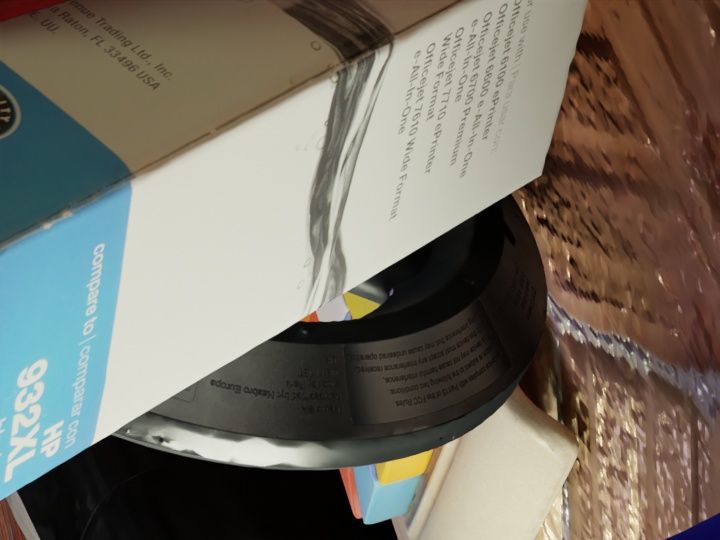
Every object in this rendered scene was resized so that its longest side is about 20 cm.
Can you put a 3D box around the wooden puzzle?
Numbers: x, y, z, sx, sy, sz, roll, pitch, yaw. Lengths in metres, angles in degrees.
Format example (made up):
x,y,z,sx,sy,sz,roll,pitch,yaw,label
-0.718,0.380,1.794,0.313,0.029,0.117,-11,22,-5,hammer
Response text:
x,y,z,sx,sy,sz,roll,pitch,yaw,label
0.000,0.000,0.916,0.185,0.037,0.200,106,142,-67,wooden puzzle

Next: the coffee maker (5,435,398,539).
x,y,z,sx,sy,sz,roll,pitch,yaw,label
-0.055,0.092,1.039,0.200,0.135,0.192,58,165,33,coffee maker

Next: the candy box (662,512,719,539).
x,y,z,sx,sy,sz,roll,pitch,yaw,label
0.107,0.182,0.670,0.169,0.077,0.200,-125,19,-46,candy box

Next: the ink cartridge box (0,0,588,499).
x,y,z,sx,sy,sz,roll,pitch,yaw,label
-0.065,-0.050,0.664,0.145,0.200,0.084,36,136,27,ink cartridge box

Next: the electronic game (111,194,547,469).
x,y,z,sx,sy,sz,roll,pitch,yaw,label
-0.046,-0.020,0.755,0.200,0.200,0.042,58,136,42,electronic game

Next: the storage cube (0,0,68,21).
x,y,z,sx,sy,sz,roll,pitch,yaw,label
-0.028,-0.162,0.525,0.200,0.171,0.180,145,106,-76,storage cube
